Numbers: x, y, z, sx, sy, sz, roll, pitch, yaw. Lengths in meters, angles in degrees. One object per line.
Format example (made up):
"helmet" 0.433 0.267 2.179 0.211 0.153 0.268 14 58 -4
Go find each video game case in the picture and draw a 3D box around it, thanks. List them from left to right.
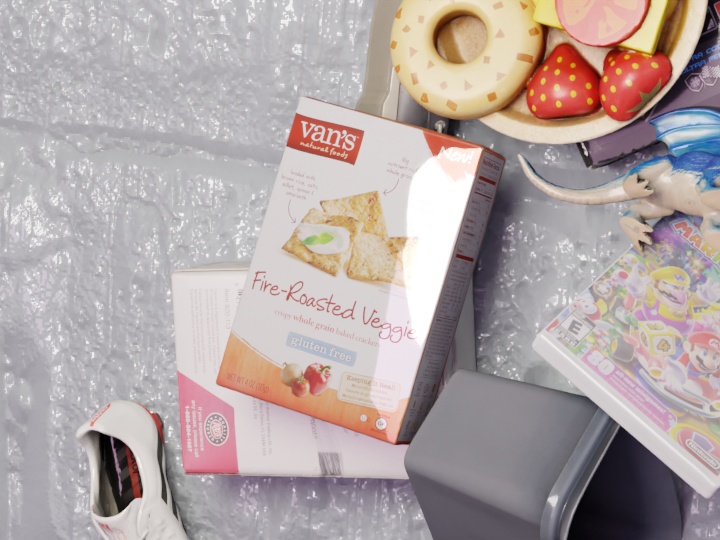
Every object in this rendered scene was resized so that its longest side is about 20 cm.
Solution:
"video game case" 0.218 0.037 1.389 0.143 0.200 0.018 41 142 12

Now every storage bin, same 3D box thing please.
"storage bin" 0.120 0.146 1.441 0.134 0.200 0.146 18 60 27

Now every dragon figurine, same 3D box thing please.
"dragon figurine" 0.208 -0.063 1.406 0.199 0.099 0.059 4 127 27

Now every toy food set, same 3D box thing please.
"toy food set" 0.123 -0.181 1.407 0.200 0.049 0.199 18 93 23

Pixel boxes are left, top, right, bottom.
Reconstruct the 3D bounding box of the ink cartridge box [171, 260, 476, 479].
"ink cartridge box" -0.023 0.067 1.533 0.199 0.083 0.147 -1 95 21

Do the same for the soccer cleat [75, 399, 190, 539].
"soccer cleat" -0.157 0.192 1.597 0.068 0.085 0.201 -15 90 21

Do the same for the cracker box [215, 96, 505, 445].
"cracker box" 0.000 0.000 1.444 0.134 0.058 0.201 16 90 21

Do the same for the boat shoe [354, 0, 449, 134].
"boat shoe" 0.044 -0.147 1.509 0.063 0.073 0.201 11 97 -24

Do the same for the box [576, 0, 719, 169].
"box" 0.203 -0.194 1.438 0.200 0.050 0.199 -23 89 21
